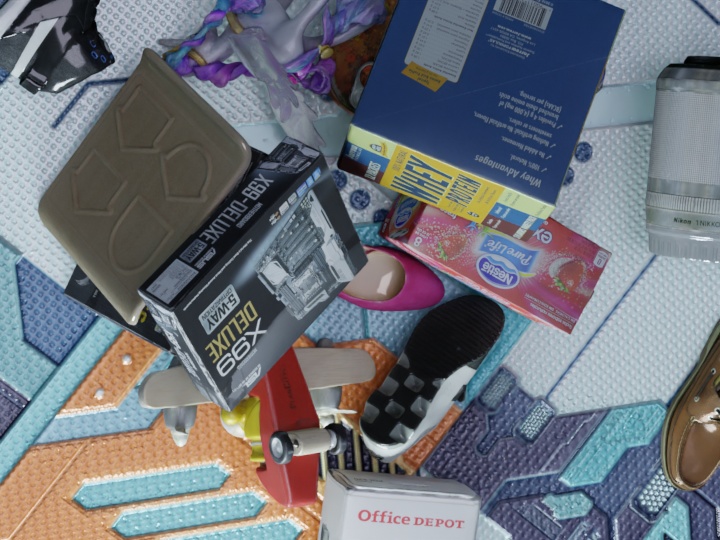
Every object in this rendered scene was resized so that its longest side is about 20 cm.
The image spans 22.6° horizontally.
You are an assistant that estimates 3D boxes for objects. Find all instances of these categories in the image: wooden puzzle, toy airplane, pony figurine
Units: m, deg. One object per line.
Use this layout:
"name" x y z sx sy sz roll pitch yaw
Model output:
"wooden puzzle" -0.192 -0.076 1.639 0.046 0.185 0.200 20 109 -49
"toy airplane" -0.097 0.109 1.725 0.200 0.141 0.199 36 52 -11
"pony figurine" -0.073 -0.210 1.678 0.200 0.167 0.193 -41 63 -6

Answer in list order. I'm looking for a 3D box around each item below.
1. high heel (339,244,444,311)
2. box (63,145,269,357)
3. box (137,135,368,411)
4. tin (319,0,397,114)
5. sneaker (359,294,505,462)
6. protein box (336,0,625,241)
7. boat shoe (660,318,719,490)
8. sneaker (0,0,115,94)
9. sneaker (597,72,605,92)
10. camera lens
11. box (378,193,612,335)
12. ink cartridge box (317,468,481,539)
"high heel" 0.000 0.000 1.749 0.200 0.096 0.067 22 90 -17
"box" -0.171 -0.036 1.665 0.048 0.158 0.200 26 89 -52
"box" -0.091 0.004 1.603 0.200 0.050 0.158 -47 142 -20
"tin" 0.035 -0.242 1.761 0.112 0.042 0.200 27 89 -13
"sneaker" 0.069 0.109 1.802 0.074 0.089 0.200 37 70 19
"protein box" 0.108 -0.165 1.655 0.198 0.135 0.200 21 76 -1
"boat shoe" 0.374 0.140 1.888 0.072 0.068 0.200 18 93 -19
"sneaker" -0.252 -0.249 1.665 0.112 0.073 0.200 42 93 -20
"sneaker" 0.161 -0.185 1.787 0.200 0.075 0.079 -19 105 -11
"camera lens" 0.370 -0.111 1.809 0.160 0.160 0.200 3 96 -16
"box" 0.132 -0.025 1.782 0.200 0.100 0.096 28 89 -18
"ink cartridge box" 0.029 0.306 1.802 0.145 0.085 0.200 7 97 -17
